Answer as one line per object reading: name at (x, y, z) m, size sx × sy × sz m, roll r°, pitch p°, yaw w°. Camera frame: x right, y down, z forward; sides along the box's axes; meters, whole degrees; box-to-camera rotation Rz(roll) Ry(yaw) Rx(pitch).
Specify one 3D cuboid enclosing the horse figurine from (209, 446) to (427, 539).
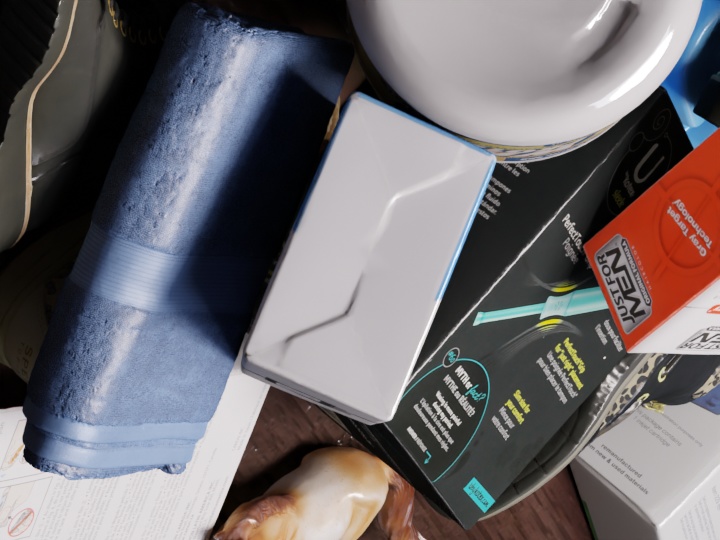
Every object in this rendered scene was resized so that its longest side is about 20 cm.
horse figurine at (-0.032, 0.141, 1.539) m, size 0.199 × 0.050 × 0.133 m, roll -24°, pitch 142°, yaw -46°

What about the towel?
towel at (-0.076, -0.012, 1.229) m, size 0.111 × 0.048 × 0.201 m, roll 5°, pitch 110°, yaw -63°

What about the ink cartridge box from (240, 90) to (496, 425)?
ink cartridge box at (0.000, 0.000, 1.271) m, size 0.200 × 0.066 × 0.116 m, roll 126°, pitch -13°, yaw -86°

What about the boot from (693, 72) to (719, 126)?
boot at (0.267, -0.109, 1.553) m, size 0.200 × 0.077 × 0.139 m, roll 17°, pitch 103°, yaw -58°

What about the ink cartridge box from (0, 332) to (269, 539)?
ink cartridge box at (-0.142, 0.107, 1.379) m, size 0.199 × 0.050 × 0.162 m, roll -5°, pitch 127°, yaw -46°

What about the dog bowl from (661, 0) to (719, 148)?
dog bowl at (0.184, -0.101, 1.581) m, size 0.111 × 0.050 × 0.200 m, roll -45°, pitch 148°, yaw -11°

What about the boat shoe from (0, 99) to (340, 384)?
boat shoe at (-0.076, -0.016, 1.321) m, size 0.200 × 0.063 × 0.073 m, roll -43°, pitch 147°, yaw -15°

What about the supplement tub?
supplement tub at (0.065, -0.120, 1.260) m, size 0.145 × 0.144 × 0.200 m, roll -51°, pitch 179°, yaw 0°

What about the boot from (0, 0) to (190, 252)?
boot at (-0.107, -0.107, 1.194) m, size 0.138 × 0.077 × 0.201 m, roll -29°, pitch 154°, yaw -40°

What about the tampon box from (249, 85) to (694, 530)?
tampon box at (0.055, -0.010, 1.433) m, size 0.200 × 0.126 × 0.150 m, roll -48°, pitch 148°, yaw -8°

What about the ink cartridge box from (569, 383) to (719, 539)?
ink cartridge box at (0.226, 0.093, 1.793) m, size 0.200 × 0.087 × 0.146 m, roll -42°, pitch 148°, yaw -12°

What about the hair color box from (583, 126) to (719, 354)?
hair color box at (0.202, -0.038, 1.330) m, size 0.101 × 0.062 × 0.200 m, roll 3°, pitch 145°, yaw -42°

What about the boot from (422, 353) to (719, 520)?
boot at (0.132, 0.067, 1.663) m, size 0.204 × 0.074 × 0.154 m, roll -47°, pitch 156°, yaw 8°
